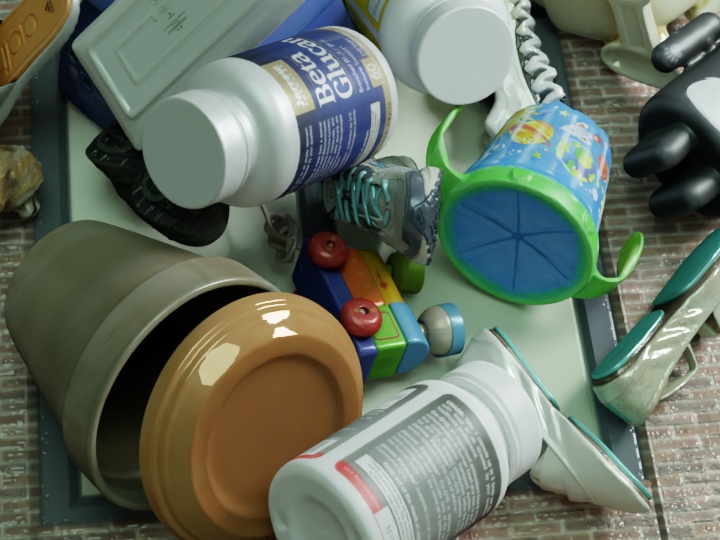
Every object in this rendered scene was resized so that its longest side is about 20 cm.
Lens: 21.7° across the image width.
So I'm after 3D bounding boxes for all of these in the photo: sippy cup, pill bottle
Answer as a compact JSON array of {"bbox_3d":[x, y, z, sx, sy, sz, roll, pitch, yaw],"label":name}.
[{"bbox_3d":[0.146,-0.065,1.546,0.138,0.179,0.131,-5,40,33],"label":"sippy cup"},{"bbox_3d":[-0.069,-0.111,1.406,0.111,0.112,0.199,41,37,18],"label":"pill bottle"},{"bbox_3d":[0.038,0.152,1.390,0.199,0.114,0.114,-28,64,-38],"label":"pill bottle"},{"bbox_3d":[0.058,-0.218,1.586,0.111,0.114,0.200,-12,31,-11],"label":"pill bottle"}]

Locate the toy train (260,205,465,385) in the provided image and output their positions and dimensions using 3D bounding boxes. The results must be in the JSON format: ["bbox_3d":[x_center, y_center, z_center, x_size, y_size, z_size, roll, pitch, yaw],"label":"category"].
[{"bbox_3d":[0.000,0.000,1.528,0.115,0.085,0.201,-7,51,-27],"label":"toy train"}]

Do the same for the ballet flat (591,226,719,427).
[{"bbox_3d":[0.262,0.047,1.533,0.062,0.067,0.200,48,68,-9],"label":"ballet flat"}]

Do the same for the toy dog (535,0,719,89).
[{"bbox_3d":[0.266,-0.282,1.690,0.193,0.140,0.200,13,53,47],"label":"toy dog"}]

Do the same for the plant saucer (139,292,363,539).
[{"bbox_3d":[-0.071,0.117,1.382,0.200,0.201,0.037,-39,37,-23],"label":"plant saucer"}]

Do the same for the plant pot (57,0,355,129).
[{"bbox_3d":[-0.125,-0.206,1.572,0.199,0.180,0.200,37,64,16],"label":"plant pot"}]

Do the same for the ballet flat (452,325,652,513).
[{"bbox_3d":[0.144,0.131,1.471,0.069,0.070,0.200,-32,63,-21],"label":"ballet flat"}]

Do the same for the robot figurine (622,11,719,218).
[{"bbox_3d":[0.316,-0.125,1.594,0.199,0.151,0.124,-38,47,-22],"label":"robot figurine"}]

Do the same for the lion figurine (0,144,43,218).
[{"bbox_3d":[-0.358,-0.052,1.525,0.198,0.073,0.123,-9,27,-2],"label":"lion figurine"}]

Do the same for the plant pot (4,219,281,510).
[{"bbox_3d":[-0.177,0.053,1.426,0.200,0.201,0.173,-39,54,-23],"label":"plant pot"}]

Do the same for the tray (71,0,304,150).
[{"bbox_3d":[-0.138,-0.193,1.445,0.108,0.200,0.022,56,25,11],"label":"tray"}]

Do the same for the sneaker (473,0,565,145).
[{"bbox_3d":[0.118,-0.196,1.651,0.080,0.075,0.202,-16,61,-3],"label":"sneaker"}]

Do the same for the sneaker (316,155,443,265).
[{"bbox_3d":[0.010,-0.052,1.497,0.085,0.200,0.079,6,97,-13],"label":"sneaker"}]

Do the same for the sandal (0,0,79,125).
[{"bbox_3d":[-0.306,-0.177,1.537,0.059,0.207,0.080,8,50,-43],"label":"sandal"}]

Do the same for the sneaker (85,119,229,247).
[{"bbox_3d":[-0.147,-0.061,1.500,0.076,0.091,0.200,-37,35,-7],"label":"sneaker"}]
